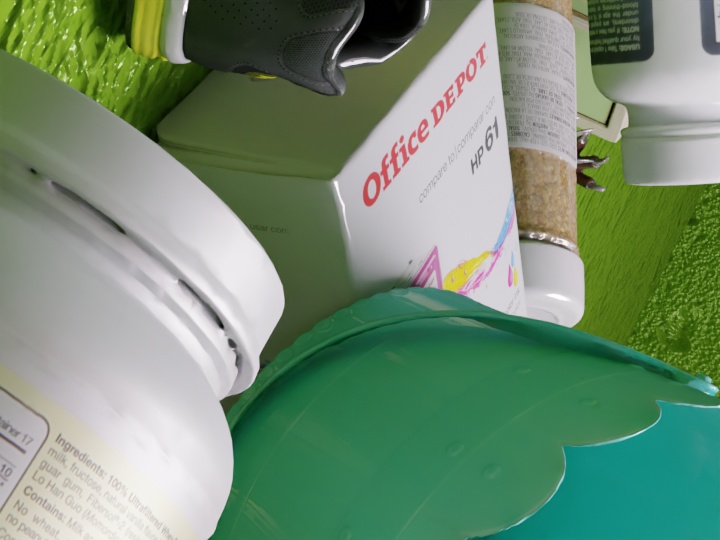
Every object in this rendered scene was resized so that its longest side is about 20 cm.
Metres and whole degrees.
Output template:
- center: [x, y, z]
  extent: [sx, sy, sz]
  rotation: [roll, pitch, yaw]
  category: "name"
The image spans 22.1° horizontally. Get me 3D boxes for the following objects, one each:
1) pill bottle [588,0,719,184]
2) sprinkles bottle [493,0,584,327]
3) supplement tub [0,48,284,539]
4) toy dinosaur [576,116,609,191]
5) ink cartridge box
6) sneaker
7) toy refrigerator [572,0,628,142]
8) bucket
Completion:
- center: [0.193, -0.154, 1.075]
  extent: [0.120, 0.119, 0.200]
  rotation: [-21, 108, -71]
  category: "pill bottle"
- center: [0.072, -0.070, 0.890]
  extent: [0.068, 0.068, 0.200]
  rotation: [77, 13, -69]
  category: "sprinkles bottle"
- center: [-0.117, 0.060, 0.395]
  extent: [0.200, 0.145, 0.145]
  rotation: [-60, 166, -20]
  category: "supplement tub"
- center: [0.062, -0.060, 1.022]
  extent: [0.181, 0.105, 0.200]
  rotation: [-11, 141, -49]
  category: "toy dinosaur"
- center: [0.000, 0.000, 0.749]
  extent: [0.145, 0.085, 0.200]
  rotation: [-54, 143, -44]
  category: "ink cartridge box"
- center: [-0.005, -0.110, 0.650]
  extent: [0.200, 0.085, 0.075]
  rotation: [-49, 160, -50]
  category: "sneaker"
- center: [0.173, -0.190, 1.221]
  extent: [0.070, 0.076, 0.200]
  rotation: [-50, 161, -47]
  category: "toy refrigerator"
- center: [0.040, 0.110, 0.653]
  extent: [0.207, 0.135, 0.207]
  rotation: [-22, 125, -35]
  category: "bucket"
